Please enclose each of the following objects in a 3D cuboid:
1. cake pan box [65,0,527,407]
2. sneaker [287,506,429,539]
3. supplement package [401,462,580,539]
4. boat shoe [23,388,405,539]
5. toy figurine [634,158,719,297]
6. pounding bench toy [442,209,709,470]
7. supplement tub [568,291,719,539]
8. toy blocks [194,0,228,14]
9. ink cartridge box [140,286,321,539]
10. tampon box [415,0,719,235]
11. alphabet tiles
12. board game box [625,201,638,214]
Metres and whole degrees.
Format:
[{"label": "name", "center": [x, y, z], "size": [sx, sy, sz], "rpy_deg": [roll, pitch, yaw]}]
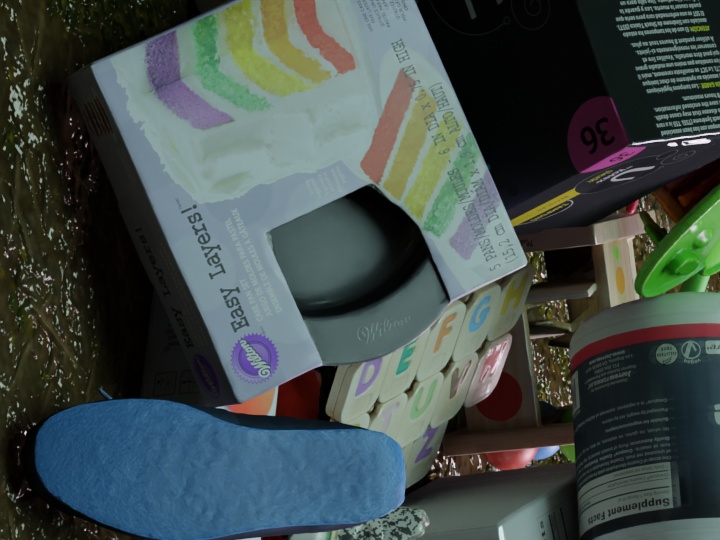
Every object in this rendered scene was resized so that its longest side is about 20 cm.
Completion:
[{"label": "cake pan box", "center": [-0.031, -0.048, 1.552], "size": [0.184, 0.052, 0.200], "rpy_deg": [-24, 94, -20]}, {"label": "sneaker", "center": [0.006, 0.216, 1.675], "size": [0.077, 0.089, 0.200], "rpy_deg": [-43, 132, -72]}, {"label": "supplement package", "center": [0.073, 0.196, 1.814], "size": [0.200, 0.121, 0.120], "rpy_deg": [-18, 99, -66]}, {"label": "boat shoe", "center": [-0.077, 0.108, 1.496], "size": [0.200, 0.069, 0.084], "rpy_deg": [12, 79, -24]}, {"label": "toy figurine", "center": [0.169, -0.098, 1.780], "size": [0.184, 0.150, 0.200], "rpy_deg": [50, 7, 14]}, {"label": "pounding bench toy", "center": [0.159, 0.044, 1.948], "size": [0.124, 0.200, 0.156], "rpy_deg": [-13, 95, -66]}, {"label": "supplement tub", "center": [0.198, 0.125, 1.796], "size": [0.140, 0.140, 0.200], "rpy_deg": [34, 50, -60]}, {"label": "toy blocks", "center": [-0.018, -0.089, 1.690], "size": [0.137, 0.100, 0.200], "rpy_deg": [35, 27, -59]}, {"label": "ink cartridge box", "center": [-0.055, 0.093, 1.641], "size": [0.200, 0.050, 0.162], "rpy_deg": [41, 48, -53]}, {"label": "tampon box", "center": [0.102, -0.135, 1.642], "size": [0.126, 0.150, 0.200], "rpy_deg": [-8, 75, -45]}, {"label": "alphabet tiles", "center": [0.037, 0.060, 1.755], "size": [0.200, 0.015, 0.196], "rpy_deg": [-26, 140, -52]}, {"label": "board game box", "center": [0.121, -0.063, 1.929], "size": [0.158, 0.200, 0.039], "rpy_deg": [-8, 117, -75]}]
